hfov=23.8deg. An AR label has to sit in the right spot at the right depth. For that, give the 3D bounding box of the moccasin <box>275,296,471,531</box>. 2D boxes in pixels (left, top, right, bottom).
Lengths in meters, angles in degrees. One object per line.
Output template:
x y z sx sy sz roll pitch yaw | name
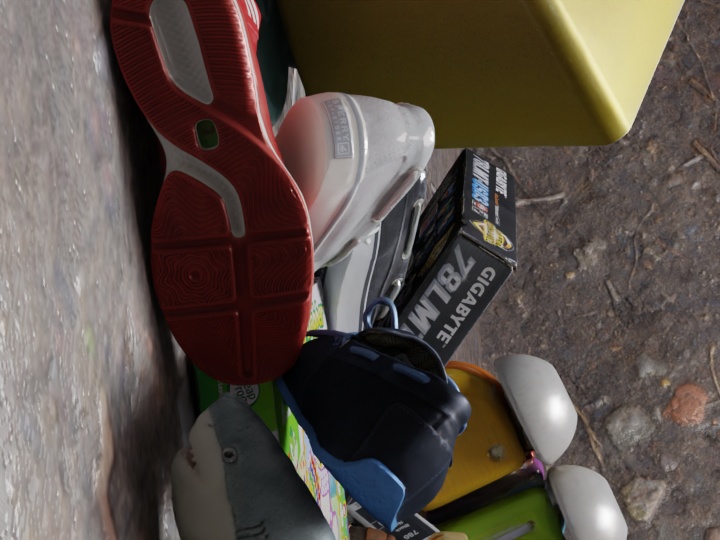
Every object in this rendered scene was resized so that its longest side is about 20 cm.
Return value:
0.014 0.062 0.766 0.080 0.068 0.200 45 -1 -17 | moccasin

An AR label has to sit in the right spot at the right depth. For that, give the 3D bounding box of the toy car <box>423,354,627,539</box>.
0.087 0.159 1.253 0.150 0.174 0.201 -75 140 -83 | toy car

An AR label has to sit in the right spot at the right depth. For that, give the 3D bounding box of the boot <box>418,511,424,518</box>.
0.050 0.125 1.418 0.201 0.076 0.155 57 16 -9 | boot

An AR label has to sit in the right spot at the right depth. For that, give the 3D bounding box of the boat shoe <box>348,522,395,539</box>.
0.002 0.254 1.087 0.072 0.067 0.201 -75 160 -70 | boat shoe

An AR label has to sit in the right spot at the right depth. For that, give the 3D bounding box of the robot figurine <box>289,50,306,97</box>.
-0.002 -0.203 1.121 0.150 0.124 0.201 -73 158 -71 | robot figurine

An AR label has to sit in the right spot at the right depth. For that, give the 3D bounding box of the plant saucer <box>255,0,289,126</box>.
-0.068 -0.154 0.928 0.200 0.036 0.201 -5 90 -82 | plant saucer

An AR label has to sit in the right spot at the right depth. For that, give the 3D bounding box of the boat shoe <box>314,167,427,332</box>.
0.000 0.000 1.041 0.072 0.067 0.201 58 -27 32 | boat shoe

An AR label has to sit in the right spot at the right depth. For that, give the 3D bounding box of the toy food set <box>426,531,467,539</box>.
0.032 0.242 0.900 0.198 0.048 0.201 -32 138 -84 | toy food set

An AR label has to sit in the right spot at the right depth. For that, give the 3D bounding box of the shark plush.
-0.007 0.143 0.707 0.083 0.200 0.091 -51 160 1 | shark plush

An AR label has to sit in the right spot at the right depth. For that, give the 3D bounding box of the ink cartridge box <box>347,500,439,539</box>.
0.041 0.212 1.111 0.200 0.039 0.100 29 -45 49 | ink cartridge box

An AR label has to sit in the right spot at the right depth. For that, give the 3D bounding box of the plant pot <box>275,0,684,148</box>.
0.056 -0.199 0.934 0.177 0.199 0.201 53 52 -39 | plant pot

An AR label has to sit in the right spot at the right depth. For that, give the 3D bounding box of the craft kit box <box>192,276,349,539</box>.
-0.043 0.117 0.929 0.200 0.048 0.199 -60 142 -78 | craft kit box

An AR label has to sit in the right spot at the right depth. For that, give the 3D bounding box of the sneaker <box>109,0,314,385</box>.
-0.057 -0.056 0.792 0.116 0.078 0.201 -73 159 -68 | sneaker

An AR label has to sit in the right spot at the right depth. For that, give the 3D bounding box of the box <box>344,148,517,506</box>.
0.032 0.033 1.132 0.201 0.050 0.199 -57 -173 17 | box

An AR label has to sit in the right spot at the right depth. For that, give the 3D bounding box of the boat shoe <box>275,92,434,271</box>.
-0.019 -0.033 0.853 0.200 0.068 0.072 124 -41 -58 | boat shoe
